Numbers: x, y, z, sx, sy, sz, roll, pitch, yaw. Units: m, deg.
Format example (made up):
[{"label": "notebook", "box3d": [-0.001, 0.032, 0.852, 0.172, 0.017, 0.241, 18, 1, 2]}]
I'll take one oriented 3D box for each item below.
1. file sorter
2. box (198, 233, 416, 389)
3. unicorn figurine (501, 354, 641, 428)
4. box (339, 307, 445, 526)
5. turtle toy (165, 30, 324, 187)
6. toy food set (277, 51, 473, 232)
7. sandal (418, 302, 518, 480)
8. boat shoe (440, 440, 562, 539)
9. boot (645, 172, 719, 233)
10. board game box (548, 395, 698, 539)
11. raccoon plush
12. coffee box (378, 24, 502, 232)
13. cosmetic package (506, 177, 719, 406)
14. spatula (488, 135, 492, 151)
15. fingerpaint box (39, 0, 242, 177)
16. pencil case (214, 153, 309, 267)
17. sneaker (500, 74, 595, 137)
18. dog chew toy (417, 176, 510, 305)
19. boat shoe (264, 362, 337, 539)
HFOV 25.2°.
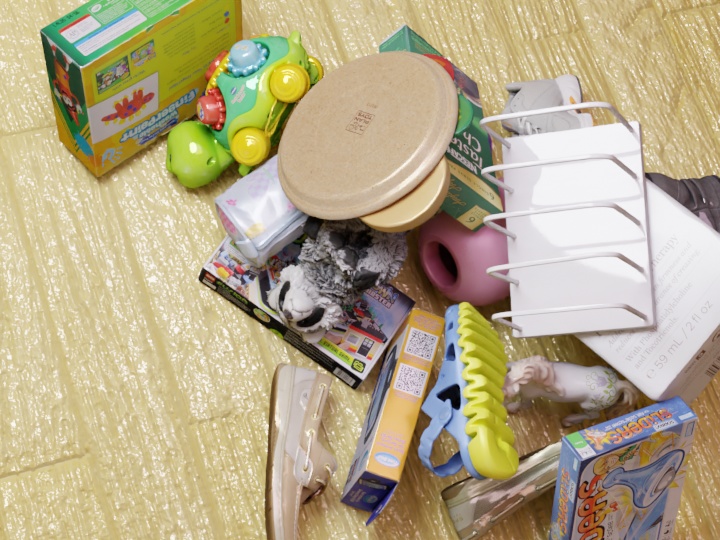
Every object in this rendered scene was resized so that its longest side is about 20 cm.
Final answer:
[{"label": "file sorter", "box3d": [0.191, -0.045, 1.521, 0.138, 0.124, 0.201, -6, 81, 21]}, {"label": "box", "box3d": [-0.055, 0.021, 1.661, 0.200, 0.035, 0.110, 35, 64, 1]}, {"label": "unicorn figurine", "box3d": [0.191, 0.119, 1.630, 0.200, 0.137, 0.074, -6, 75, -15]}, {"label": "box", "box3d": [0.028, 0.149, 1.584, 0.041, 0.119, 0.200, 22, 64, -3]}, {"label": "turtle toy", "box3d": [-0.122, -0.164, 1.652, 0.101, 0.146, 0.200, 34, 103, -1]}, {"label": "toy food set", "box3d": [0.012, -0.128, 1.532, 0.200, 0.049, 0.198, 4, 61, 35]}, {"label": "sandal", "box3d": [0.092, 0.116, 1.518, 0.079, 0.087, 0.200, 42, 34, -36]}, {"label": "boat shoe", "box3d": [0.181, 0.214, 1.628, 0.200, 0.073, 0.063, -19, 81, -18]}, {"label": "boot", "box3d": [0.361, -0.020, 1.776, 0.131, 0.070, 0.200, 5, 72, -19]}, {"label": "board game box", "box3d": [0.252, 0.224, 1.577, 0.135, 0.200, 0.034, -17, 43, -20]}, {"label": "raccoon plush", "box3d": [0.000, 0.000, 1.614, 0.200, 0.134, 0.097, -15, 63, -38]}, {"label": "coffee box", "box3d": [0.080, -0.144, 1.628, 0.123, 0.044, 0.200, 35, 34, -34]}, {"label": "cosmetic package", "box3d": [0.290, 0.014, 1.629, 0.200, 0.166, 0.167, 41, 98, 22]}, {"label": "spatula", "box3d": [0.087, -0.139, 1.713, 0.200, 0.021, 0.057, 12, 71, -47]}, {"label": "fingerpaint box", "box3d": [-0.217, -0.216, 1.635, 0.200, 0.167, 0.073, -37, 63, -24]}, {"label": "pencil case", "box3d": [-0.048, -0.085, 1.618, 0.200, 0.083, 0.091, -33, 51, -10]}, {"label": "sneaker", "box3d": [0.201, -0.150, 1.752, 0.092, 0.076, 0.200, 0, 28, -3]}, {"label": "dog chew toy", "box3d": [0.158, -0.043, 1.703, 0.200, 0.125, 0.125, -25, 77, -32]}, {"label": "boat shoe", "box3d": [-0.056, 0.186, 1.571, 0.069, 0.074, 0.200, 5, 66, -7]}]
